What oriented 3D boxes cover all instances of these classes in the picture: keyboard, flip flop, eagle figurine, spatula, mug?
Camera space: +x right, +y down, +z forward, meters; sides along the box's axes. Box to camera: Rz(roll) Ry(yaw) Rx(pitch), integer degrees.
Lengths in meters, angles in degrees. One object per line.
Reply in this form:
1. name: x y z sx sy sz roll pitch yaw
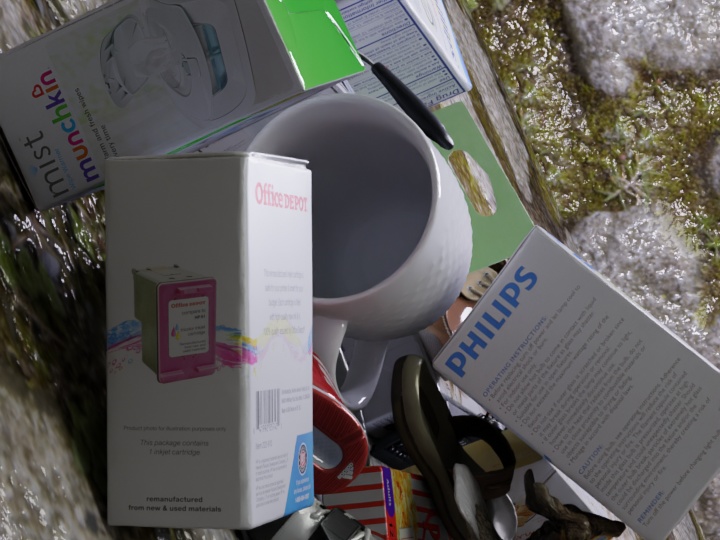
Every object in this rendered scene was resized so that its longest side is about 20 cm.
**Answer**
1. keyboard: 0.084 0.152 1.843 0.040 0.104 0.200 61 10 21
2. flip flop: 0.076 0.130 1.573 0.081 0.057 0.200 -90 159 -46
3. eagle figurine: 0.097 0.244 1.500 0.151 0.200 0.151 31 6 -29
4. spatula: -0.003 -0.146 1.557 0.200 0.021 0.057 41 0 27
5. mug: 0.000 0.000 1.549 0.175 0.147 0.201 45 55 -67

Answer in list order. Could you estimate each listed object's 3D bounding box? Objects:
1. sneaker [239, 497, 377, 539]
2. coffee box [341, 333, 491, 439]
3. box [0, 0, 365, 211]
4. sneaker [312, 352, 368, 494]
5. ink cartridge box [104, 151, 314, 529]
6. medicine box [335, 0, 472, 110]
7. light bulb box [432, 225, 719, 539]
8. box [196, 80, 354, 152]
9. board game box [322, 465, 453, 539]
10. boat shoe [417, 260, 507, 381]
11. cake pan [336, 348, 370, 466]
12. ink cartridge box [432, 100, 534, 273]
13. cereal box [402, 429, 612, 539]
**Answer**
1. sneaker: -0.017 0.179 1.409 0.201 0.088 0.074 64 14 -3
2. coffee box: 0.042 0.082 1.856 0.114 0.080 0.200 70 13 19
3. box: -0.109 -0.122 1.338 0.097 0.176 0.200 65 12 -3
4. sneaker: -0.082 0.053 1.389 0.200 0.078 0.116 49 1 -11
5. ink cartridge box: -0.081 0.036 1.242 0.144 0.084 0.201 4 87 -77
6. medicine box: -0.035 -0.187 1.768 0.200 0.181 0.103 45 25 -61
7. light bulb box: 0.171 0.085 1.589 0.200 0.125 0.198 39 1 10
8. box: -0.083 -0.135 1.607 0.060 0.116 0.200 62 10 22
9. board game box: 0.027 0.218 1.543 0.200 0.046 0.152 26 57 -72
10. boat shoe: 0.084 0.025 1.781 0.076 0.072 0.200 61 15 -15
11. cake pan: -0.051 0.066 1.579 0.200 0.037 0.201 -23 90 -78
12. ink cartridge box: 0.029 -0.052 1.738 0.146 0.199 0.048 61 -18 18
13. cereal box: 0.107 0.193 1.785 0.200 0.143 0.040 46 25 -57
